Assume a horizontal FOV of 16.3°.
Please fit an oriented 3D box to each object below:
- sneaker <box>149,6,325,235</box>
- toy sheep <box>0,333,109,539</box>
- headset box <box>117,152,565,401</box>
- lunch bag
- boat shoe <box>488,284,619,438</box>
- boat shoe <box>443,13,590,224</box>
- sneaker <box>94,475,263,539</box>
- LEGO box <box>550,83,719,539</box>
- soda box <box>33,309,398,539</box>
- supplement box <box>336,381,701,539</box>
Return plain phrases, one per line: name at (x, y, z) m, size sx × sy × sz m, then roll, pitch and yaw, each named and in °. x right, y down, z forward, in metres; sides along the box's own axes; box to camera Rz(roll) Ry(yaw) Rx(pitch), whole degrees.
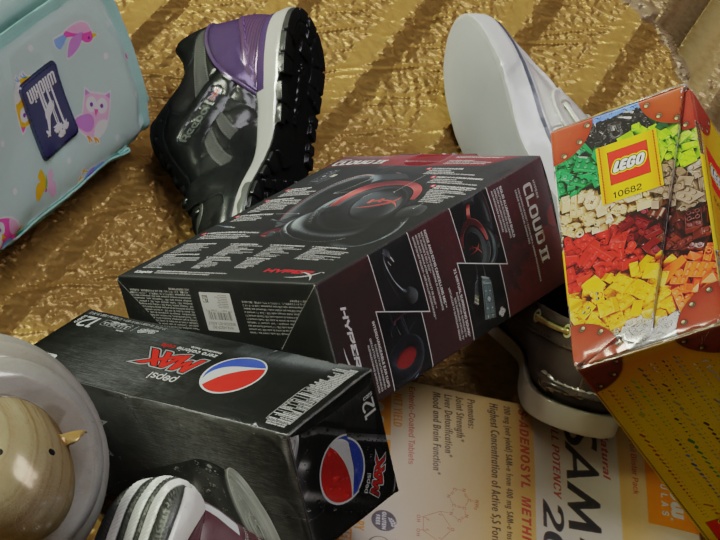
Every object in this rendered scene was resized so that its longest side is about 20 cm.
sneaker at (-0.078, -0.054, 1.419) m, size 0.087 × 0.076 × 0.200 m, roll -4°, pitch 56°, yaw 22°
toy sheep at (-0.182, 0.094, 1.174) m, size 0.138 × 0.200 × 0.138 m, roll -1°, pitch 92°, yaw -27°
headset box at (0.000, 0.000, 1.302) m, size 0.148 × 0.075 × 0.200 m, roll 2°, pitch 23°, yaw 44°
lunch bag at (-0.224, -0.112, 1.367) m, size 0.200 × 0.122 × 0.170 m, roll 46°, pitch 43°, yaw -3°
boat shoe at (0.108, 0.025, 1.358) m, size 0.072 × 0.060 × 0.200 m, roll 14°, pitch 18°, yaw -9°
boat shoe at (0.113, -0.071, 1.491) m, size 0.066 × 0.072 × 0.200 m, roll -7°, pitch 53°, yaw -31°
sneaker at (-0.083, 0.202, 1.129) m, size 0.115 × 0.076 × 0.200 m, roll 30°, pitch 76°, yaw -35°
LEGO box at (0.173, 0.031, 1.255) m, size 0.077 × 0.200 × 0.149 m, roll -19°, pitch 48°, yaw 20°
soda box at (-0.079, 0.076, 1.219) m, size 0.200 × 0.071 × 0.063 m, roll 11°, pitch 33°, yaw 42°
supplement box at (0.071, 0.135, 1.287) m, size 0.200 × 0.074 × 0.126 m, roll 12°, pitch 46°, yaw -11°
